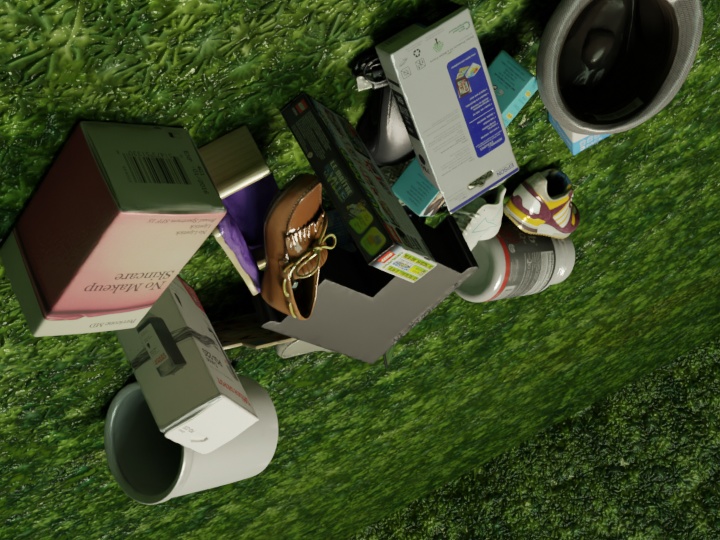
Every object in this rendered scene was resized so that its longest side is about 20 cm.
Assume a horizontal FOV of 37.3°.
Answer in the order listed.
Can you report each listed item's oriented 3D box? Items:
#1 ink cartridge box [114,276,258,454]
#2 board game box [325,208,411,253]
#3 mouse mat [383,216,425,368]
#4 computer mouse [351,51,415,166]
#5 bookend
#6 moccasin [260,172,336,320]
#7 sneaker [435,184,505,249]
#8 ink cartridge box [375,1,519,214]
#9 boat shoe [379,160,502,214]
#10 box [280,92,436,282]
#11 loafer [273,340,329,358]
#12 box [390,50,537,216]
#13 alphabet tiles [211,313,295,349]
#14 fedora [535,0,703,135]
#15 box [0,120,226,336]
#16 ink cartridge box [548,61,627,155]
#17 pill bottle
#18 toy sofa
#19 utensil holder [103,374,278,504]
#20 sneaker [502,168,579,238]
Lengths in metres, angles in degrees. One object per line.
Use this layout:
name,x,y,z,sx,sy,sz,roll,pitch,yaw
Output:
ink cartridge box,-0.213,0.100,1.247,0.084,0.201,0.146,-29,158,2
board game box,-0.039,-0.005,1.414,0.198,0.062,0.200,-20,156,-23
mouse mat,0.062,0.025,1.483,0.007,0.202,0.161,14,160,10
computer mouse,0.048,-0.172,1.177,0.138,0.053,0.200,-22,156,-20
bookend,0.000,0.000,1.293,0.199,0.093,0.199,21,124,-43
moccasin,-0.064,-0.021,1.137,0.074,0.077,0.202,-37,153,-40
sneaker,0.136,-0.060,1.464,0.200,0.070,0.081,-44,157,-41
ink cartridge box,0.094,-0.167,1.116,0.099,0.039,0.201,-32,123,-13
boat shoe,0.094,-0.113,1.335,0.198,0.075,0.062,-16,162,-21
box,-0.002,-0.085,1.108,0.035,0.201,0.110,-37,155,16
loafer,-0.034,0.094,1.612,0.199,0.070,0.070,-20,156,-21
box,0.121,-0.153,1.219,0.200,0.049,0.082,-51,170,12
alphabet tiles,-0.125,0.076,1.416,0.199,0.006,0.166,-11,-168,-36
fedora,0.276,-0.253,1.184,0.175,0.091,0.202,9,118,-12
box,-0.244,-0.038,1.042,0.127,0.110,0.200,-4,146,-46
ink cartridge box,0.293,-0.235,1.312,0.114,0.068,0.200,-30,157,1
pill bottle,0.232,-0.018,1.634,0.199,0.116,0.116,-6,149,-44
toy sofa,-0.118,-0.059,1.161,0.082,0.098,0.200,-27,156,-3
utensil holder,-0.241,0.238,1.549,0.170,0.171,0.199,-42,156,29
sneaker,0.290,-0.103,1.580,0.090,0.075,0.199,-52,157,25
